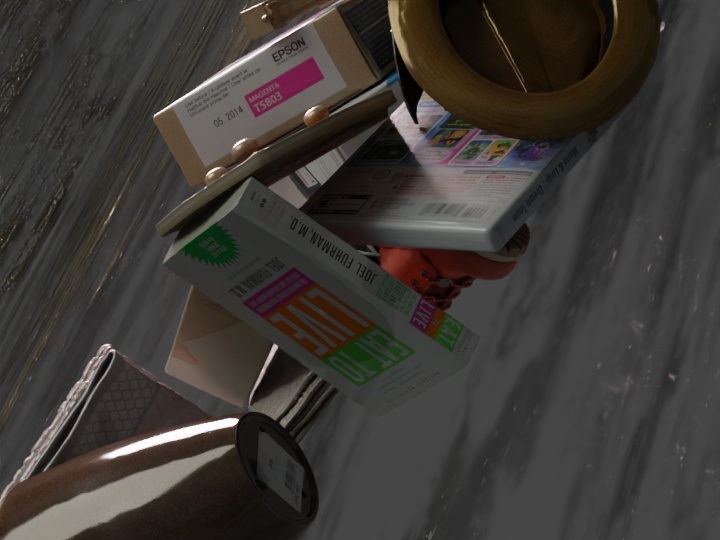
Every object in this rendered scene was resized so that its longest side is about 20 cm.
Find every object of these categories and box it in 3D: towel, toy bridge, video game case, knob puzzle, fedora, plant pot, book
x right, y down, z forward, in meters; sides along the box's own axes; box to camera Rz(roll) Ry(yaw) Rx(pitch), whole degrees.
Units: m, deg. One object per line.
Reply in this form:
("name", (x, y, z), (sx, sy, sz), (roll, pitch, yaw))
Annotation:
("towel", (-0.191, 0.187, 1.783), (0.032, 0.191, 0.201), (20, 74, 50))
("toy bridge", (-0.015, -0.242, 1.850), (0.067, 0.027, 0.200), (-17, 12, 47))
("video game case", (0.071, -0.079, 1.578), (0.199, 0.024, 0.182), (4, 40, 46))
("towel", (-0.049, 0.079, 1.848), (0.133, 0.034, 0.200), (-51, 14, 16))
("knob puzzle", (-0.065, -0.085, 1.591), (0.219, 0.031, 0.220), (-29, -1, 0))
("fedora", (0.110, -0.162, 1.524), (0.082, 0.199, 0.201), (92, -157, -61))
("plant pot", (-0.134, 0.191, 1.635), (0.199, 0.187, 0.187), (-32, 23, 24))
("book", (-0.028, 0.017, 1.569), (0.133, 0.199, 0.048), (-32, 27, 58))

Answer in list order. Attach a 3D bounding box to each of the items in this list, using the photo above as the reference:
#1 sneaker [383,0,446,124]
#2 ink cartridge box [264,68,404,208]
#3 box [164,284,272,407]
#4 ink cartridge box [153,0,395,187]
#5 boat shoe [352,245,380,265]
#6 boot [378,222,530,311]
("sneaker", (0.058, -0.204, 1.676), (0.060, 0.105, 0.200), (-16, 26, 25))
("ink cartridge box", (0.012, -0.111, 1.880), (0.145, 0.084, 0.200), (-35, 7, -19))
("box", (-0.097, 0.025, 1.801), (0.200, 0.077, 0.095), (116, 177, -61))
("ink cartridge box", (-0.059, -0.165, 1.901), (0.199, 0.075, 0.165), (-28, 7, 22))
("boat shoe", (0.000, 0.000, 1.802), (0.068, 0.072, 0.200), (-53, 7, 16))
("boot", (0.062, -0.003, 1.623), (0.200, 0.075, 0.108), (-150, 75, -70))
